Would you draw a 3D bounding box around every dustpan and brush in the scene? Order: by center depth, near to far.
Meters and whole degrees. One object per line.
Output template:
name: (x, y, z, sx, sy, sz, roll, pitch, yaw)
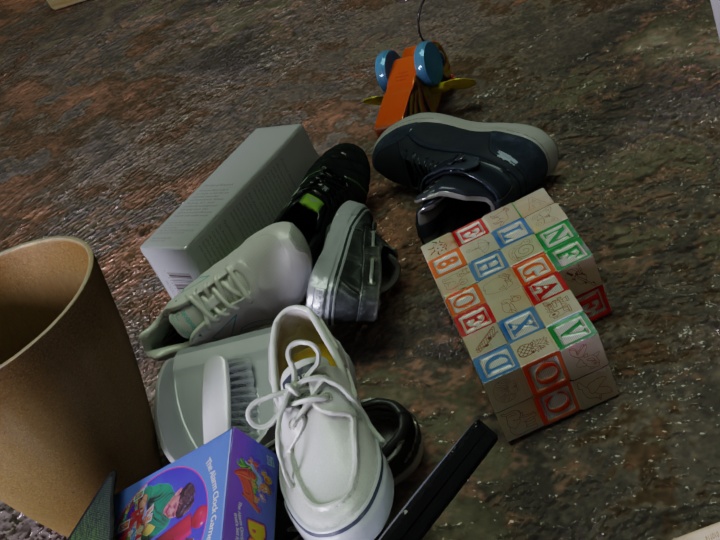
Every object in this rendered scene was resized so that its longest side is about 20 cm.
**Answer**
dustpan and brush: (-0.106, 0.134, 0.841, 0.138, 0.057, 0.203, -15, 62, 22)

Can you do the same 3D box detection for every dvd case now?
dvd case: (0.004, 0.171, 0.613, 0.017, 0.201, 0.143, 39, 61, 9)

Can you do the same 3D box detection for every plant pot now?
plant pot: (-0.240, 0.110, 0.847, 0.184, 0.202, 0.187, -20, 30, 12)

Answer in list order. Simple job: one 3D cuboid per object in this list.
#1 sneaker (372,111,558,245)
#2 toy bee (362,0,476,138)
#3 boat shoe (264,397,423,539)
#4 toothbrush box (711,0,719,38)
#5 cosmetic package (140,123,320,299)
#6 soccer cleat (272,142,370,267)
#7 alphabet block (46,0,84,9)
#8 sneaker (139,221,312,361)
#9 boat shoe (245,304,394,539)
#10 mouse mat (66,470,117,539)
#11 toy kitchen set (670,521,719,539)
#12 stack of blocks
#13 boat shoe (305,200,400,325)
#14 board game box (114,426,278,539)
sneaker: (0.064, -0.079, 1.017, 0.200, 0.078, 0.146, 4, 40, 40)
toy bee: (0.075, -0.214, 1.209, 0.130, 0.109, 0.202, 18, 77, 40)
boat shoe: (-0.048, 0.151, 0.758, 0.198, 0.060, 0.074, -25, 61, -1)
toothbrush box: (0.428, -0.232, 0.940, 0.145, 0.087, 0.200, -36, 30, -14)
cosmetic package: (-0.114, -0.046, 1.082, 0.071, 0.102, 0.200, 2, 41, 40)
soccer cleat: (-0.041, -0.056, 1.044, 0.067, 0.081, 0.201, 29, 59, 5)
alphabet block: (-0.596, -0.710, 2.359, 0.198, 0.198, 0.196, -6, 35, 31)
sneaker: (-0.115, 0.029, 0.935, 0.200, 0.071, 0.080, -39, -12, 37)
boat shoe: (-0.031, 0.085, 0.700, 0.074, 0.087, 0.203, -23, 32, 8)
mouse mat: (-0.196, 0.247, 0.705, 0.162, 0.007, 0.201, -55, 26, 24)
toy kitchen set: (0.255, 0.185, 0.499, 0.200, 0.178, 0.165, -41, 54, 48)
stack of blocks: (0.127, 0.026, 0.827, 0.114, 0.059, 0.201, -24, 31, 4)
boat shoe: (0.000, 0.000, 0.964, 0.070, 0.073, 0.201, 12, 27, 3)
board game box: (-0.117, 0.214, 0.674, 0.134, 0.045, 0.202, -31, 38, 29)
